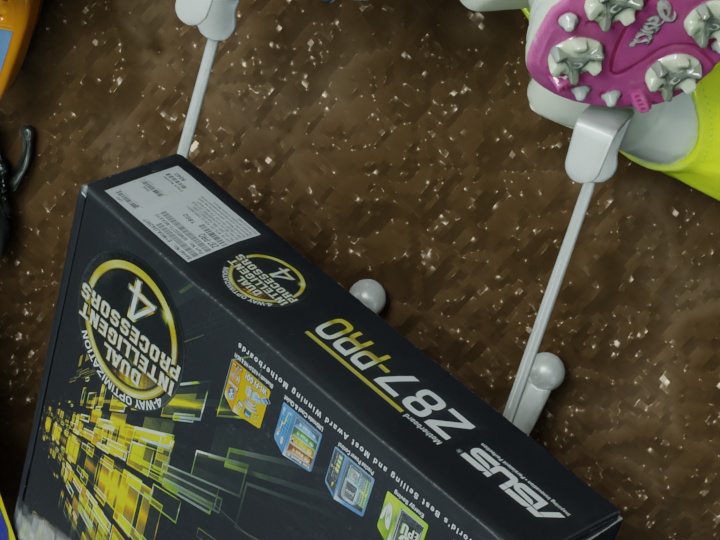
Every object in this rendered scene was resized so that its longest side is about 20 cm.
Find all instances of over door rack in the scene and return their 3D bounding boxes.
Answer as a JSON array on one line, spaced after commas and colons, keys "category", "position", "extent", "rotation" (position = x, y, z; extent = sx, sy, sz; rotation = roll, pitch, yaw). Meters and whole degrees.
[{"category": "over door rack", "position": [0.000, 0.000, 0.858], "extent": [0.147, 0.067, 0.201], "rotation": [21, 123, 9]}]

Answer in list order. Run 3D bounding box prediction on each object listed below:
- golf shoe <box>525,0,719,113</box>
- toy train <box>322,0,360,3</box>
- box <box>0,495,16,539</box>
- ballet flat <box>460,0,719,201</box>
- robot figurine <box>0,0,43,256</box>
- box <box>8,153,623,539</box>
[{"category": "golf shoe", "position": [0.105, -0.137, 0.730], "extent": [0.075, 0.092, 0.200], "rotation": [18, 133, -29]}, {"category": "toy train", "position": [-0.035, -0.173, 0.776], "extent": [0.200, 0.085, 0.114], "rotation": [44, 95, -1]}, {"category": "box", "position": [-0.181, 0.021, 0.843], "extent": [0.064, 0.070, 0.201], "rotation": [3, 114, 50]}, {"category": "ballet flat", "position": [0.068, -0.088, 0.834], "extent": [0.200, 0.067, 0.067], "rotation": [55, 147, 3]}, {"category": "robot figurine", "position": [-0.179, -0.075, 0.898], "extent": [0.144, 0.058, 0.201], "rotation": [20, 102, 5]}, {"category": "box", "position": [-0.023, 0.083, 0.799], "extent": [0.200, 0.049, 0.162], "rotation": [39, 132, 30]}]
